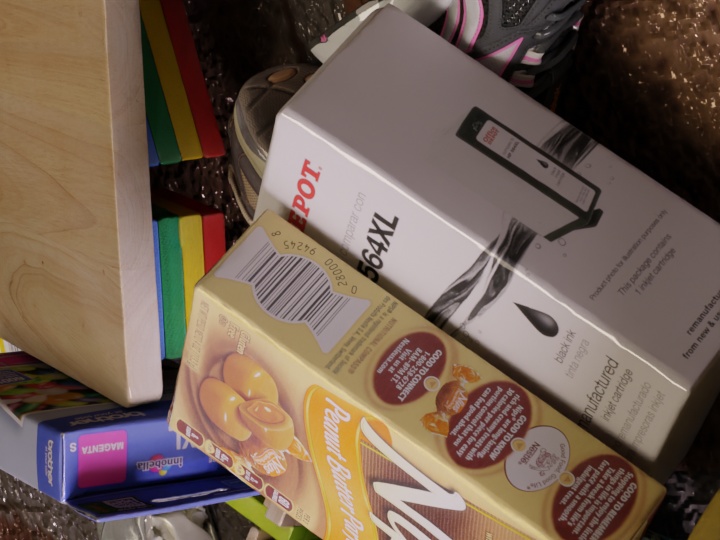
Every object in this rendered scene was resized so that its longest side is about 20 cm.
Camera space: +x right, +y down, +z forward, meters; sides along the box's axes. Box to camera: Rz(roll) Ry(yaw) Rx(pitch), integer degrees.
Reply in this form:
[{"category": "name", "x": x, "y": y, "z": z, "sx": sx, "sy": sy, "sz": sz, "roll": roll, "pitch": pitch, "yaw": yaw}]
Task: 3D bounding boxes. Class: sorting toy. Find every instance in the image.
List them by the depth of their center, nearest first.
[{"category": "sorting toy", "x": -0.130, "y": -0.056, "z": 1.304, "sx": 0.200, "sy": 0.069, "sz": 0.200, "roll": 21, "pitch": 117, "yaw": 59}]

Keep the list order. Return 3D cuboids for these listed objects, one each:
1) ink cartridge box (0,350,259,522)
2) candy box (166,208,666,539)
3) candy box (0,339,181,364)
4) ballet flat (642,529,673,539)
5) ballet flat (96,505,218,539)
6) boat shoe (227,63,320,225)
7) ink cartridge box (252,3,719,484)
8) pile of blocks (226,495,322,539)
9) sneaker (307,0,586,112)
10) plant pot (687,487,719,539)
[{"category": "ink cartridge box", "x": -0.121, "y": 0.074, "z": 1.284, "sx": 0.200, "sy": 0.119, "sz": 0.042, "roll": 21, "pitch": 113, "yaw": 56}, {"category": "candy box", "x": 0.018, "y": 0.076, "z": 1.079, "sx": 0.200, "sy": 0.055, "sz": 0.116, "roll": 36, "pitch": 149, "yaw": 13}, {"category": "candy box", "x": -0.138, "y": 0.056, "z": 1.438, "sx": 0.199, "sy": 0.026, "sz": 0.103, "roll": 2, "pitch": 109, "yaw": 49}, {"category": "ballet flat", "x": 0.052, "y": 0.119, "z": 1.155, "sx": 0.199, "sy": 0.074, "sz": 0.075, "roll": 19, "pitch": 126, "yaw": 11}, {"category": "ballet flat", "x": -0.080, "y": 0.203, "z": 1.414, "sx": 0.064, "sy": 0.067, "sz": 0.201, "roll": -26, "pitch": 88, "yaw": 44}, {"category": "boat shoe", "x": 0.000, "y": 0.000, "z": 1.228, "sx": 0.201, "sy": 0.074, "sz": 0.073, "roll": 64, "pitch": 153, "yaw": 15}, {"category": "ink cartridge box", "x": 0.054, "y": 0.008, "z": 1.094, "sx": 0.199, "sy": 0.084, "sz": 0.146, "roll": 34, "pitch": 145, "yaw": 13}, {"category": "pile of blocks", "x": -0.043, "y": 0.151, "z": 1.332, "sx": 0.062, "sy": 0.082, "sz": 0.201, "roll": 31, "pitch": 130, "yaw": 36}, {"category": "sneaker", "x": 0.064, "y": -0.104, "z": 1.104, "sx": 0.087, "sy": 0.080, "sz": 0.200, "roll": 55, "pitch": 149, "yaw": -4}, {"category": "plant pot", "x": 0.189, "y": 0.165, "z": 0.981, "sx": 0.196, "sy": 0.199, "sz": 0.195, "roll": 45, "pitch": 136, "yaw": 23}]
